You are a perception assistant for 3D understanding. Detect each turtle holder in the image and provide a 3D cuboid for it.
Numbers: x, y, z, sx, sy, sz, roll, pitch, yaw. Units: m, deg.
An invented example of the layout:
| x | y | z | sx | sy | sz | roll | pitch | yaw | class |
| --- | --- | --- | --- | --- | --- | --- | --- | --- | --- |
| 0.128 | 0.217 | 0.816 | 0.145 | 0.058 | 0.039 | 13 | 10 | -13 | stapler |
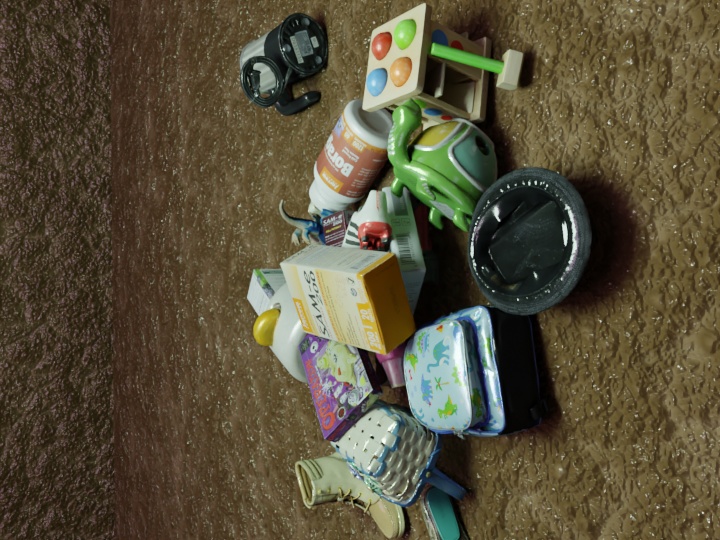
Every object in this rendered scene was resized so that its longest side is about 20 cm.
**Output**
| x | y | z | sx | sy | sz | roll | pitch | yaw | class |
| --- | --- | --- | --- | --- | --- | --- | --- | --- | --- |
| 0.115 | -0.155 | 0.929 | 0.133 | 0.184 | 0.141 | -57 | -2 | -4 | turtle holder |

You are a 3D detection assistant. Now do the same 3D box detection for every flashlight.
| x | y | z | sx | sy | sz | roll | pitch | yaw | class |
| --- | --- | --- | --- | --- | --- | --- | --- | --- | --- |
| 0.105 | -0.083 | 1.038 | 0.066 | 0.068 | 0.205 | -2 | 95 | 10 | flashlight |

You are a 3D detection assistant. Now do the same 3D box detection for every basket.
| x | y | z | sx | sy | sz | roll | pitch | yaw | class |
| --- | --- | --- | --- | --- | --- | --- | --- | --- | --- |
| 0.059 | 0.291 | 1.018 | 0.175 | 0.198 | 0.141 | 17 | 78 | 56 | basket |

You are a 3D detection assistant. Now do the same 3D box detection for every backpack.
| x | y | z | sx | sy | sz | roll | pitch | yaw | class |
| --- | --- | --- | --- | --- | --- | --- | --- | --- | --- |
| 0.145 | 0.148 | 0.923 | 0.199 | 0.144 | 0.188 | -28 | 66 | 57 | backpack |

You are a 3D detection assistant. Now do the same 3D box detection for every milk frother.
| x | y | z | sx | sy | sz | roll | pitch | yaw | class |
| --- | --- | --- | --- | --- | --- | --- | --- | --- | --- |
| -0.194 | -0.416 | 1.321 | 0.186 | 0.197 | 0.185 | -1 | 95 | 54 | milk frother |

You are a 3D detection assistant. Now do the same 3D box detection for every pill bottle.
| x | y | z | sx | sy | sz | roll | pitch | yaw | class |
| --- | --- | --- | --- | --- | --- | --- | --- | --- | --- |
| -0.018 | -0.197 | 1.158 | 0.201 | 0.110 | 0.114 | -54 | 51 | 41 | pill bottle |

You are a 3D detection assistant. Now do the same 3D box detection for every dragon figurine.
| x | y | z | sx | sy | sz | roll | pitch | yaw | class |
| --- | --- | --- | --- | --- | --- | --- | --- | --- | --- |
| -0.074 | -0.076 | 1.189 | 0.200 | 0.100 | 0.058 | 48 | 150 | -22 | dragon figurine |

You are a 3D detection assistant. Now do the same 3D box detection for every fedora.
| x | y | z | sx | sy | sz | roll | pitch | yaw | class |
| --- | --- | --- | --- | --- | --- | --- | --- | --- | --- |
| 0.233 | -0.038 | 0.832 | 0.199 | 0.090 | 0.206 | 5 | 96 | 54 | fedora |

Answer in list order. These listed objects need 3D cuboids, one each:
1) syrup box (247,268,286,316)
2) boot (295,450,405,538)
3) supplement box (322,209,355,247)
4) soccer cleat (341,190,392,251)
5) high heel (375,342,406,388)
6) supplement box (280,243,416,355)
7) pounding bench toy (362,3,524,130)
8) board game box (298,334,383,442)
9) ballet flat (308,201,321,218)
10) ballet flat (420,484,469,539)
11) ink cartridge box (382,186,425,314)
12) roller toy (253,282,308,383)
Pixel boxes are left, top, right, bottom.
| x | y | z | sx | sy | sz | roll | pitch | yaw | class |
| --- | --- | --- | --- | --- | --- | --- | --- | --- | --- |
| -0.175 | 0.085 | 1.425 | 0.200 | 0.077 | 0.083 | 47 | 128 | 42 | syrup box |
| -0.021 | 0.414 | 1.163 | 0.201 | 0.153 | 0.074 | 53 | 132 | 38 | boot |
| 0.000 | 0.000 | 1.144 | 0.060 | 0.108 | 0.205 | -17 | 78 | 41 | supplement box |
| 0.007 | -0.052 | 1.000 | 0.200 | 0.067 | 0.087 | 119 | 156 | -66 | soccer cleat |
| 0.052 | 0.143 | 1.071 | 0.200 | 0.066 | 0.099 | 121 | 138 | -80 | high heel |
| -0.022 | 0.038 | 0.949 | 0.198 | 0.073 | 0.129 | 7 | 122 | 49 | supplement box |
| 0.114 | -0.293 | 0.912 | 0.198 | 0.154 | 0.127 | -2 | 78 | 54 | pounding bench toy |
| -0.038 | 0.157 | 1.029 | 0.121 | 0.032 | 0.202 | -52 | 37 | 23 | board game box |
| -0.072 | -0.104 | 1.279 | 0.070 | 0.069 | 0.205 | -29 | 69 | 51 | ballet flat |
| 0.146 | 0.449 | 1.022 | 0.076 | 0.066 | 0.203 | 100 | 154 | -54 | ballet flat |
| 0.055 | -0.008 | 1.035 | 0.202 | 0.046 | 0.163 | 101 | 163 | -54 | ink cartridge box |
| -0.089 | 0.108 | 1.214 | 0.139 | 0.199 | 0.184 | 38 | 164 | 47 | roller toy |
